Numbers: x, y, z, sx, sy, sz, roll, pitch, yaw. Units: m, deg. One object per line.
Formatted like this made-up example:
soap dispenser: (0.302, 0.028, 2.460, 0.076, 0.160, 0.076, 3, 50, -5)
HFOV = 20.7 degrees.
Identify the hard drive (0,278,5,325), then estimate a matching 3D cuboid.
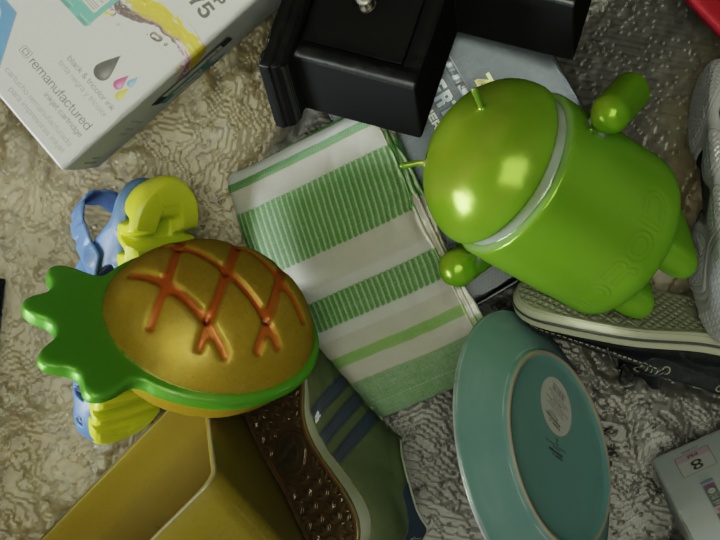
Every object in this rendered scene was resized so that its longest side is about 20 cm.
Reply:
hard drive: (-0.334, 0.098, 1.407, 0.138, 0.033, 0.202, 7, 94, 1)

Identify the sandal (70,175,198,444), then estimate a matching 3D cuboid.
sandal: (-0.170, 0.023, 1.387, 0.087, 0.079, 0.202, 21, 104, 37)

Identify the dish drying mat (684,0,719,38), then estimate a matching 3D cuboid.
dish drying mat: (0.294, -0.156, 1.343, 0.077, 0.018, 0.200, -36, 76, -23)

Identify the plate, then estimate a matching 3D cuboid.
plate: (0.125, 0.122, 1.320, 0.025, 0.200, 0.202, -17, 94, 33)

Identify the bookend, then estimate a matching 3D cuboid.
bookend: (0.060, -0.176, 1.285, 0.197, 0.092, 0.201, 16, 72, 11)

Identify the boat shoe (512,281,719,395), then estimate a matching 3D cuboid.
boat shoe: (0.197, 0.048, 1.360, 0.198, 0.075, 0.063, 11, 124, -13)

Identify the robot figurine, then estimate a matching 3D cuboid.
robot figurine: (0.125, -0.048, 1.275, 0.199, 0.116, 0.176, 28, 124, -26)

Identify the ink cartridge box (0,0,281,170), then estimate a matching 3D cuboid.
ink cartridge box: (-0.161, -0.188, 1.327, 0.200, 0.146, 0.147, -41, 92, 4)

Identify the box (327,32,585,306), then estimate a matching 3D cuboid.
box: (0.078, -0.089, 1.375, 0.157, 0.051, 0.201, -29, 92, 2)

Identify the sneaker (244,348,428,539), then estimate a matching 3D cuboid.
sneaker: (-0.017, 0.117, 1.362, 0.067, 0.089, 0.201, -47, 52, 31)

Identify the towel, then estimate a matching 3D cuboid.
towel: (0.000, 0.000, 1.366, 0.152, 0.023, 0.201, -23, 96, 32)

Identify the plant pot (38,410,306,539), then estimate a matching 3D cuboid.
plant pot: (-0.107, 0.225, 1.335, 0.176, 0.200, 0.200, 42, 97, -16)

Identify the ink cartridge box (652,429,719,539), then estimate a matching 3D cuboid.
ink cartridge box: (0.298, 0.159, 1.312, 0.161, 0.200, 0.057, -24, 112, 2)

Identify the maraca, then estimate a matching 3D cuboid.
maraca: (-0.121, 0.038, 1.290, 0.198, 0.138, 0.107, -2, 134, -26)

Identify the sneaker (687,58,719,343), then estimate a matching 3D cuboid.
sneaker: (0.285, -0.046, 1.339, 0.113, 0.076, 0.202, 4, 71, -7)
